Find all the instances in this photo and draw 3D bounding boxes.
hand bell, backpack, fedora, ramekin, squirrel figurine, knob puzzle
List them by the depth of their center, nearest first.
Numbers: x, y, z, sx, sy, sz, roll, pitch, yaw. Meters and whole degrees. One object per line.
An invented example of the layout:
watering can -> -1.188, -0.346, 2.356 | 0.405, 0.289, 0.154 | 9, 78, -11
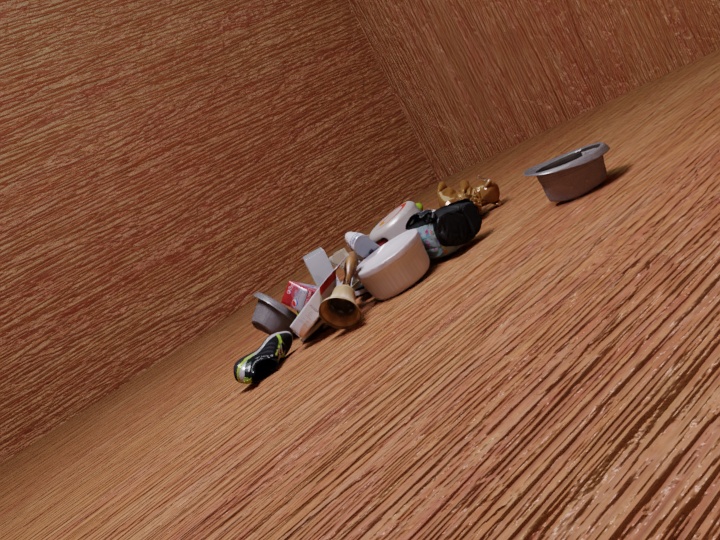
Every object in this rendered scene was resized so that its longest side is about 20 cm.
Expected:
fedora -> 0.486, -0.219, 1.458 | 0.196, 0.092, 0.177 | -22, 10, 12
hand bell -> -0.034, 0.029, 1.507 | 0.103, 0.104, 0.203 | -25, 35, 31
ramekin -> 0.086, -0.010, 1.589 | 0.200, 0.095, 0.203 | -34, 11, 7
backpack -> 0.205, -0.099, 1.641 | 0.164, 0.130, 0.199 | -16, -1, -30
knob puzzle -> -0.085, 0.124, 1.659 | 0.219, 0.031, 0.220 | -44, 3, 3
fedora -> -0.243, 0.143, 1.782 | 0.092, 0.174, 0.200 | -58, -5, -10
squirrel figurine -> 0.337, -0.204, 1.934 | 0.183, 0.144, 0.201 | -15, 27, 26

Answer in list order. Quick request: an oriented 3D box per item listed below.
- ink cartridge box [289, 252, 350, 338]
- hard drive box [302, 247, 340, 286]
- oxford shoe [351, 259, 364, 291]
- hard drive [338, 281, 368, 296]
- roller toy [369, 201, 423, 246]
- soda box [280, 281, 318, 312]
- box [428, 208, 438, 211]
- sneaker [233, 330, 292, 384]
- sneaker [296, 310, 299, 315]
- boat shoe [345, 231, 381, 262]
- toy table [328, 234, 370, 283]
ink cartridge box -> -0.084, 0.059, 1.572 | 0.201, 0.050, 0.162 | -49, 1, 19
hard drive box -> -0.126, 0.013, 2.111 | 0.076, 0.159, 0.200 | -28, 8, -4
oxford shoe -> 0.000, 0.000, 1.766 | 0.071, 0.086, 0.201 | -23, 15, 11
hard drive -> -0.008, 0.045, 1.872 | 0.197, 0.027, 0.132 | -20, 15, 38
roller toy -> 0.129, -0.108, 1.962 | 0.199, 0.141, 0.183 | -37, 9, 18
soda box -> -0.144, 0.077, 1.751 | 0.065, 0.069, 0.200 | -67, -18, 2
box -> 0.228, -0.127, 1.831 | 0.038, 0.042, 0.201 | 6, 23, -7
sneaker -> -0.217, 0.219, 1.516 | 0.081, 0.073, 0.199 | 8, 32, 37
sneaker -> -0.159, 0.111, 1.953 | 0.081, 0.076, 0.200 | -6, -3, -7
boat shoe -> 0.032, -0.045, 1.719 | 0.074, 0.200, 0.065 | -49, 40, -7
toy table -> -0.008, -0.029, 2.022 | 0.198, 0.119, 0.183 | -23, 8, 43
